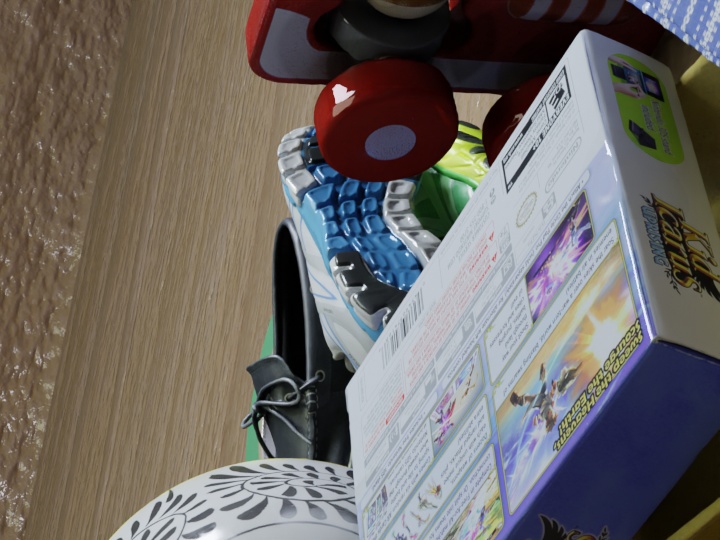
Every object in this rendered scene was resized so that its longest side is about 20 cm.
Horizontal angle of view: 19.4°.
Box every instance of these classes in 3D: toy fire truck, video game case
[{"bbox_3d":[0.055,-0.131,0.945,0.168,0.199,0.113,114,153,-48],"label":"toy fire truck"},{"bbox_3d":[0.061,0.042,0.778,0.200,0.045,0.182,-58,21,33],"label":"video game case"}]

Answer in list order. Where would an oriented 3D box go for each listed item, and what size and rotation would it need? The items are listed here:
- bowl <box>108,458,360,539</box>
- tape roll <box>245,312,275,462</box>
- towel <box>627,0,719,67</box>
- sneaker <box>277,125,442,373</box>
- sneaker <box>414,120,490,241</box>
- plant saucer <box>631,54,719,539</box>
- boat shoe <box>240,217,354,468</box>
[{"bbox_3d":[-0.024,0.167,0.846,0.094,0.199,0.202,117,165,-74],"label":"bowl"},{"bbox_3d":[-0.011,0.064,1.195,0.200,0.048,0.202,-167,90,-72],"label":"tape roll"},{"bbox_3d":[0.142,-0.150,0.757,0.200,0.024,0.146,-119,43,-64],"label":"towel"},{"bbox_3d":[0.000,0.000,1.022,0.200,0.074,0.087,-106,17,-55],"label":"sneaker"},{"bbox_3d":[0.042,-0.035,1.096,0.200,0.074,0.084,37,114,62],"label":"sneaker"},{"bbox_3d":[0.130,0.018,0.754,0.200,0.048,0.201,-49,28,46],"label":"plant saucer"},{"bbox_3d":[-0.029,0.065,1.074,0.075,0.062,0.201,157,123,-65],"label":"boat shoe"}]
